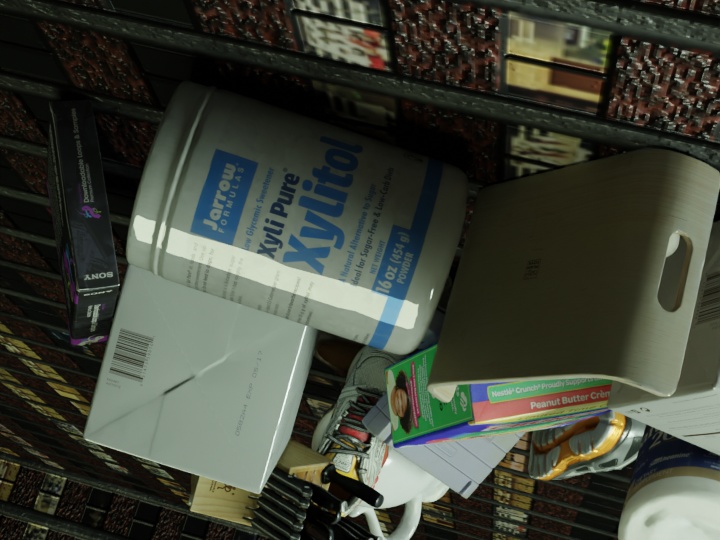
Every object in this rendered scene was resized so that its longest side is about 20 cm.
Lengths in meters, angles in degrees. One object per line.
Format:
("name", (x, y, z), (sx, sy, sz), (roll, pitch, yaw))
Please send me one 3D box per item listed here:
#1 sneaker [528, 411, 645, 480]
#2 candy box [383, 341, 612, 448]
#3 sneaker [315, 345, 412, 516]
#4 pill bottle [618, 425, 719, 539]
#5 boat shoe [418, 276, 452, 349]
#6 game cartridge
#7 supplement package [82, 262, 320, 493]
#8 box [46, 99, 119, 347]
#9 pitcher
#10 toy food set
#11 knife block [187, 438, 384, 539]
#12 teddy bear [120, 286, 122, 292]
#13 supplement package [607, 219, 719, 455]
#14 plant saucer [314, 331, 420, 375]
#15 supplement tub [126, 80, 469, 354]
("sneaker", (0.228, 0.174, 1.298), (0.077, 0.079, 0.200), (13, 165, -16))
("candy box", (0.128, 0.089, 1.045), (0.168, 0.078, 0.200), (-5, 167, -17))
("sneaker", (0.003, 0.157, 1.223), (0.077, 0.201, 0.082), (22, -156, 10))
("pill bottle", (0.263, 0.145, 0.969), (0.110, 0.200, 0.112), (11, 123, 17))
("boat shoe", (0.000, 0.000, 1.017), (0.072, 0.062, 0.200), (-13, 147, 39))
("game cartridge", (0.093, 0.132, 1.223), (0.038, 0.130, 0.200), (36, 177, 39))
("supplement package", (-0.121, 0.073, 1.095), (0.150, 0.153, 0.200), (17, -174, 2))
("box", (-0.218, -0.030, 1.011), (0.036, 0.144, 0.200), (-8, 168, -14))
("pitcher", (0.027, 0.217, 1.387), (0.121, 0.173, 0.200), (19, 180, 34))
("toy food set", (0.128, 0.012, 0.812), (0.060, 0.144, 0.199), (28, 159, -29))
("knife block", (-0.066, 0.194, 1.183), (0.174, 0.064, 0.200), (16, -172, -10))
("teddy bear", (-0.179, 0.059, 1.344), (0.145, 0.067, 0.199), (33, 156, -32))
("supplement package", (0.286, 0.063, 0.849), (0.199, 0.122, 0.120), (23, 161, -17))
("plant saucer", (0.027, 0.086, 1.295), (0.199, 0.032, 0.200), (16, 163, 5))
("supplement tub", (-0.040, -0.034, 0.850), (0.199, 0.133, 0.132), (17, 162, -3))
